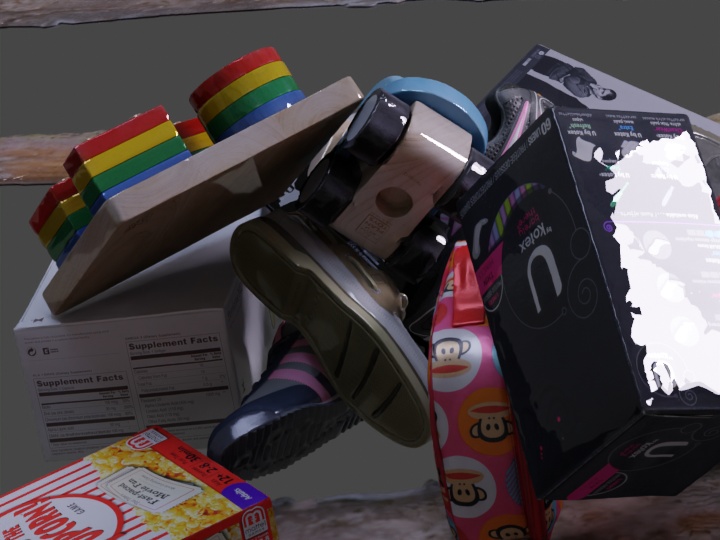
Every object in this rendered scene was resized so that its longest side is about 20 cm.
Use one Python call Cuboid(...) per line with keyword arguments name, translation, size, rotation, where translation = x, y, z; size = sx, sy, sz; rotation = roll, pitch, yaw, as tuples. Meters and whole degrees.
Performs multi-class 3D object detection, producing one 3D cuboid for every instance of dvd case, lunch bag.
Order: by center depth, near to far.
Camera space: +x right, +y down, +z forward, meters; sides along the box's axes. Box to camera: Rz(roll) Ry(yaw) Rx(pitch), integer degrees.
Cuboid(name="lunch bag", translation=(0.086, 0.062, 1.569), size=(0.081, 0.177, 0.200), rotation=(-6, 25, 11))
Cuboid(name="dvd case", translation=(0.183, -0.097, 1.957), size=(0.199, 0.025, 0.150), rotation=(27, 54, 25))

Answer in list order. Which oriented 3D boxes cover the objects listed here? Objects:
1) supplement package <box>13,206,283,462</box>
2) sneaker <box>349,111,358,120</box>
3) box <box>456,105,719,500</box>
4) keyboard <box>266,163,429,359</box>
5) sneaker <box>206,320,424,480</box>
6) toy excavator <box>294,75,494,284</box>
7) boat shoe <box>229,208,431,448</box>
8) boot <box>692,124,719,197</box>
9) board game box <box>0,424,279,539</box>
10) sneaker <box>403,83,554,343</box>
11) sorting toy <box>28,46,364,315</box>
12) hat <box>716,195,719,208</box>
Cuboid(name="supplement package", translation=(-0.147, 0.039, 1.796), size=(0.155, 0.111, 0.200), rotation=(-6, 25, 10))
Cuboid(name="sneaker", translation=(-0.067, -0.099, 1.929), size=(0.199, 0.087, 0.075), rotation=(-24, 16, -13))
Cuboid(name="box", translation=(0.148, 0.019, 1.433), size=(0.106, 0.122, 0.201), rotation=(1, 60, -30))
Cuboid(name="keyboard", translation=(0.000, 0.000, 1.814), size=(0.104, 0.040, 0.200), rotation=(-35, 68, -25))
Cuboid(name="sneaker", translation=(-0.048, 0.079, 1.691), size=(0.082, 0.070, 0.200), rotation=(43, 42, 21))
Cuboid(name="toy excavator", translation=(0.019, -0.080, 1.710), size=(0.100, 0.195, 0.200), rotation=(31, 37, -12))
Cuboid(name="boat shoe", translation=(-0.001, 0.031, 1.655), size=(0.068, 0.075, 0.200), rotation=(-24, 65, -41))
Cuboid(name="boot", translation=(0.290, -0.015, 1.772), size=(0.181, 0.073, 0.200), rotation=(14, 30, -20))
Cuboid(name="board game box", translation=(-0.175, 0.180, 1.577), size=(0.199, 0.047, 0.151), rotation=(-24, 28, -28))
Cuboid(name="sneaker", translation=(0.078, -0.045, 1.743), size=(0.201, 0.086, 0.080), rotation=(-58, 12, -10))
Cuboid(name="sorting toy", translation=(-0.122, -0.070, 1.661), size=(0.198, 0.070, 0.200), rotation=(-29, -7, -26))
Cuboid(name="hat", translation=(0.217, -0.023, 1.645), size=(0.199, 0.166, 0.177), rotation=(13, 39, -19))
